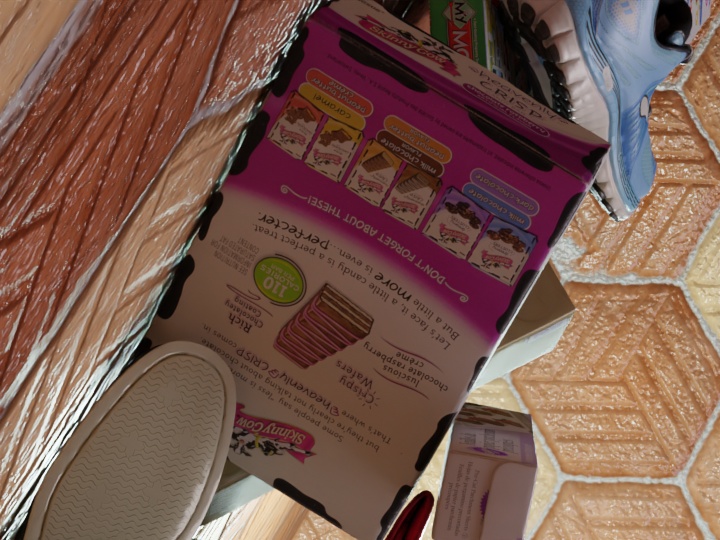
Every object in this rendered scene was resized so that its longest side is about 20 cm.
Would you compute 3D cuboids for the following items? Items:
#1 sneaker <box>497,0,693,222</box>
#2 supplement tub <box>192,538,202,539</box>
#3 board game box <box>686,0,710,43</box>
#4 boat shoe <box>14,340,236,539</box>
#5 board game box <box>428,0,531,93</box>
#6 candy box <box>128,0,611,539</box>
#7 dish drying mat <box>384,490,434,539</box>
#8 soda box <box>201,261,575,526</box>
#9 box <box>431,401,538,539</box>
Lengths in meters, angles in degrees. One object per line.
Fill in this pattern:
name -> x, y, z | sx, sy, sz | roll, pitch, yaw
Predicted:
sneaker -> 0.134, -0.094, 1.292 | 0.090, 0.078, 0.200 | -34, 155, -4
supplement tub -> -0.099, 0.200, 1.264 | 0.145, 0.144, 0.200 | -59, 175, -6
board game box -> 0.167, -0.229, 1.455 | 0.200, 0.056, 0.197 | -46, 140, -72
boat shoe -> -0.120, 0.117, 1.098 | 0.200, 0.072, 0.068 | -63, -158, -3
board game box -> 0.064, -0.099, 1.307 | 0.200, 0.029, 0.135 | 5, 83, -79
candy box -> 0.000, 0.000, 1.110 | 0.200, 0.136, 0.061 | -60, 175, 25
dish drying mat -> -0.010, 0.191, 1.202 | 0.077, 0.018, 0.200 | -60, 173, -50
soda box -> -0.003, 0.042, 1.226 | 0.200, 0.068, 0.064 | -26, 166, -15
box -> 0.056, 0.090, 1.157 | 0.200, 0.039, 0.042 | -38, 139, -86
